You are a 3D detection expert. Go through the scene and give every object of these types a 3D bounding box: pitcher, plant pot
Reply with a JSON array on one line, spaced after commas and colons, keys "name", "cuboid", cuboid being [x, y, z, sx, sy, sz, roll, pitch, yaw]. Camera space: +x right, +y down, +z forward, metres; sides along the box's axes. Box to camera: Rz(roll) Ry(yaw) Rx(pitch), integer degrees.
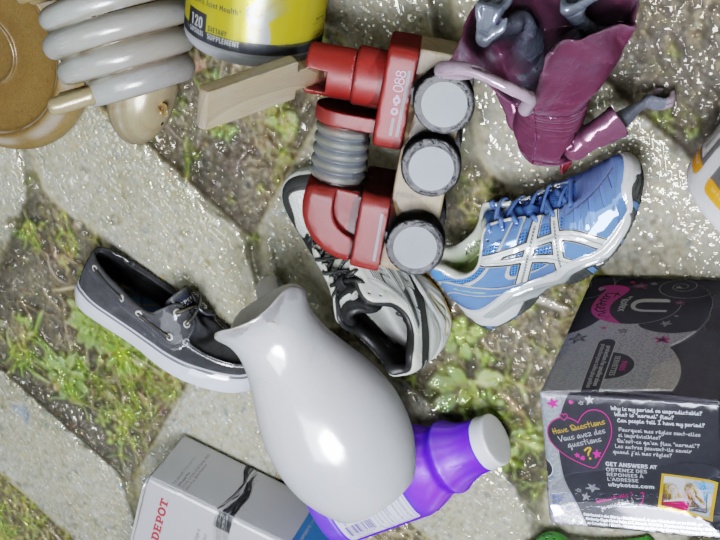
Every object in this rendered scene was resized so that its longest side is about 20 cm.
[{"name": "pitcher", "cuboid": [-0.036, 0.101, 1.131, 0.121, 0.172, 0.201, -30, 101, 9]}, {"name": "plant pot", "cuboid": [-0.332, -0.201, 1.187, 0.198, 0.028, 0.202, 10, 119, 19]}]

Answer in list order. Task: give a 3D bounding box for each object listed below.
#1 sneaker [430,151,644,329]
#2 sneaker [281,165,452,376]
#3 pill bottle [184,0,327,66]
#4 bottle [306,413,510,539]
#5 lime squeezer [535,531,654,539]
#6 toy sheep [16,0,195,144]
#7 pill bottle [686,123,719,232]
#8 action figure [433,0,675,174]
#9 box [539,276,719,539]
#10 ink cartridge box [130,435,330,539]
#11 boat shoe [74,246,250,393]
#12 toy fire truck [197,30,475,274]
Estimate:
[{"name": "sneaker", "cuboid": [0.137, -0.027, 1.035, 0.077, 0.076, 0.200, 33, 124, -25]}, {"name": "sneaker", "cuboid": [0.000, 0.000, 1.110, 0.200, 0.088, 0.075, 49, 124, -4]}, {"name": "pill bottle", "cuboid": [-0.072, -0.265, 0.996, 0.111, 0.112, 0.202, 17, 120, 14]}, {"name": "bottle", "cuboid": [0.042, 0.183, 1.194, 0.199, 0.065, 0.084, -27, 99, 30]}, {"name": "lime squeezer", "cuboid": [0.171, 0.275, 1.211, 0.070, 0.038, 0.200, 26, 128, -30]}, {"name": "toy sheep", "cuboid": [-0.202, -0.202, 1.072, 0.137, 0.138, 0.202, -8, 106, 26]}, {"name": "pill bottle", "cuboid": [0.324, -0.106, 0.903, 0.116, 0.116, 0.201, 36, 123, 2]}, {"name": "action figure", "cuboid": [0.144, -0.122, 0.954, 0.133, 0.150, 0.201, 22, 154, 21]}, {"name": "box", "cuboid": [0.219, 0.094, 0.996, 0.131, 0.200, 0.116, 2, 114, 22]}, {"name": "ink cartridge box", "cuboid": [-0.120, 0.275, 1.296, 0.198, 0.084, 0.146, 24, 121, 9]}, {"name": "boat shoe", "cuboid": [-0.175, 0.040, 1.219, 0.199, 0.070, 0.067, 31, 124, 15]}, {"name": "toy fire truck", "cuboid": [-0.021, -0.096, 1.012, 0.198, 0.129, 0.178, 11, 114, 0]}]
